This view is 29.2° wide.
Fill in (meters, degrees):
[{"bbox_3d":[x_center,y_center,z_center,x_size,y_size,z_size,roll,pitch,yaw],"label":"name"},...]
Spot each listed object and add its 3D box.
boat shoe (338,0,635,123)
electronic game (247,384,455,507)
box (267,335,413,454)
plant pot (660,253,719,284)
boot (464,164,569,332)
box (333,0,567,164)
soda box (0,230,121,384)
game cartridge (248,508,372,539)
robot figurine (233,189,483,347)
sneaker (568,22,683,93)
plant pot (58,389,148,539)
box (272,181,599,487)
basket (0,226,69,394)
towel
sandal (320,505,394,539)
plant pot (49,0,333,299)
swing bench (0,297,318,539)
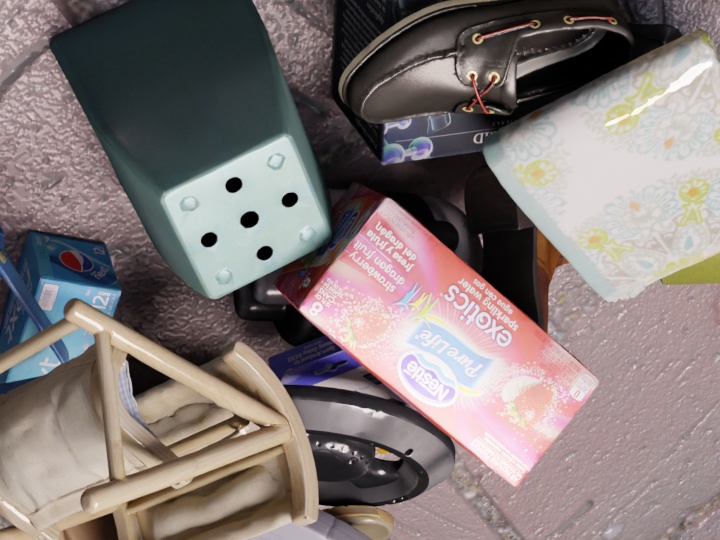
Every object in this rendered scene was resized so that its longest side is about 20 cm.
[{"bbox_3d":[0.085,-0.139,0.914,0.200,0.063,0.074,-18,147,-10],"label":"boat shoe"},{"bbox_3d":[-0.028,0.131,1.031,0.198,0.042,0.201,5,152,3],"label":"electronic game"},{"bbox_3d":[0.018,0.085,1.071,0.118,0.042,0.200,-22,148,21],"label":"box"},{"bbox_3d":[0.330,-0.068,1.159,0.198,0.188,0.188,-21,130,11],"label":"plant pot"},{"bbox_3d":[0.148,-0.002,1.097,0.199,0.068,0.190,-14,95,-57],"label":"boot"},{"bbox_3d":[0.068,-0.194,0.983,0.147,0.107,0.202,-10,127,-18],"label":"box"},{"bbox_3d":[-0.247,0.075,1.054,0.064,0.068,0.201,11,117,-28],"label":"soda box"},{"bbox_3d":[-0.086,0.232,1.065,0.198,0.041,0.134,15,115,9],"label":"game cartridge"},{"bbox_3d":[0.001,0.001,1.075,0.198,0.150,0.126,2,109,-24],"label":"robot figurine"},{"bbox_3d":[0.233,-0.123,1.078,0.200,0.075,0.114,39,96,5],"label":"sneaker"},{"bbox_3d":[-0.161,0.165,1.138,0.199,0.093,0.202,-12,126,-17],"label":"plant pot"},{"bbox_3d":[0.049,0.041,0.930,0.200,0.100,0.096,40,88,-16],"label":"box"},{"bbox_3d":[-0.310,0.020,0.935,0.175,0.140,0.201,-14,122,5],"label":"basket"},{"bbox_3d":[0.204,-0.068,0.977,0.170,0.048,0.200,-28,135,22],"label":"towel"},{"bbox_3d":[-0.059,0.243,1.112,0.199,0.054,0.080,-25,151,12],"label":"sandal"},{"bbox_3d":[-0.099,-0.085,0.925,0.140,0.200,0.142,-26,129,-5],"label":"plant pot"},{"bbox_3d":[-0.167,0.126,0.924,0.198,0.131,0.199,-26,154,34],"label":"swing bench"}]
